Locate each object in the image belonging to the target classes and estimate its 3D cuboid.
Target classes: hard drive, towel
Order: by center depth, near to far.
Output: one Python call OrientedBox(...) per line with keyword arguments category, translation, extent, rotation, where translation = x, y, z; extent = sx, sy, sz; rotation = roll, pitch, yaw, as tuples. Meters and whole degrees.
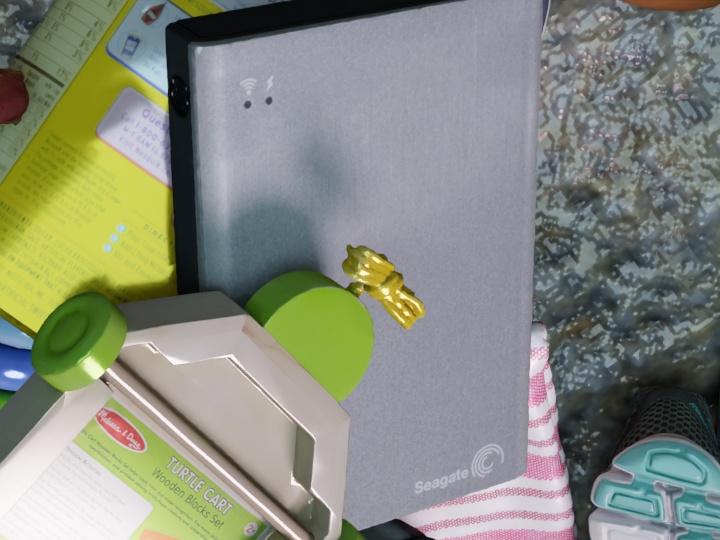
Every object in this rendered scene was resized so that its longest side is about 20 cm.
OrientedBox(category="hard drive", translation=(0.000, 0.000, 0.698), extent=(0.139, 0.033, 0.201), rotation=(-14, 118, -28))
OrientedBox(category="towel", translation=(0.021, 0.107, 0.832), extent=(0.145, 0.030, 0.201), rotation=(-13, 134, 1))

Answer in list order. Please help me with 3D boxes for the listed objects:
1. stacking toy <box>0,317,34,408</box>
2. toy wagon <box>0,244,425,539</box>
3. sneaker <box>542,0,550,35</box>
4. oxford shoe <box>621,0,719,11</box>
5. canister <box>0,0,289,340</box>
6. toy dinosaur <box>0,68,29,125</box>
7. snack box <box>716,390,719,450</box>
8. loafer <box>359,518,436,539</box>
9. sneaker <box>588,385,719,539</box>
OrientedBox(category="stacking toy", translation=(-0.167, 0.052, 0.829), extent=(0.085, 0.085, 0.201), rotation=(22, 106, -8))
OrientedBox(category="toy wagon", translation=(-0.059, 0.070, 0.645), extent=(0.200, 0.040, 0.155), rotation=(-49, 128, -7))
OrientedBox(category="sneaker", translation=(0.047, -0.163, 0.749), extent=(0.076, 0.146, 0.204), rotation=(-6, 106, -3))
OrientedBox(category="oxford shoe", translation=(0.118, -0.127, 0.740), extent=(0.071, 0.200, 0.071), rotation=(44, 105, 23))
OrientedBox(category="canister", translation=(-0.063, -0.056, 0.731), extent=(0.148, 0.087, 0.201), rotation=(35, 87, -6))
OrientedBox(category="toy dinosaur", translation=(-0.208, -0.029, 0.661), extent=(0.180, 0.105, 0.201), rotation=(7, 84, 7))
OrientedBox(category="snack box", translation=(0.199, 0.109, 0.811), extent=(0.067, 0.169, 0.201), rotation=(1, 104, -6))
OrientedBox(category="loafer", translation=(0.008, 0.155, 0.823), extent=(0.072, 0.201, 0.063), rotation=(-34, 61, -21))
OrientedBox(category="sneaker", translation=(0.134, 0.138, 0.862), extent=(0.077, 0.091, 0.201), rotation=(9, 123, 5))
